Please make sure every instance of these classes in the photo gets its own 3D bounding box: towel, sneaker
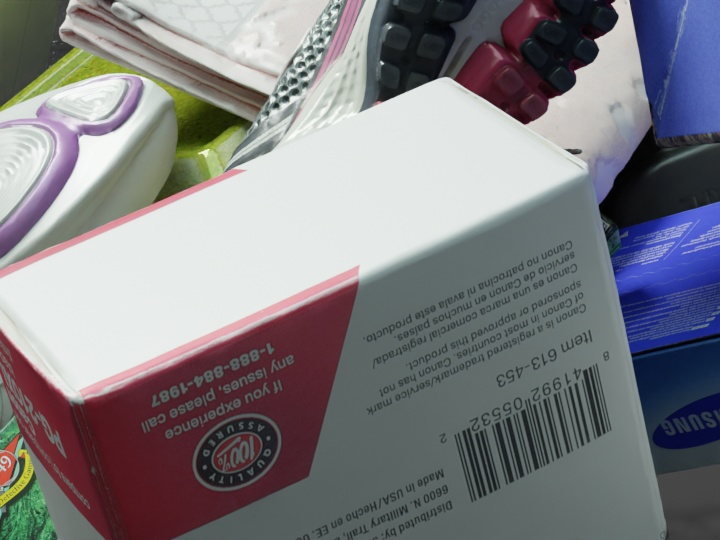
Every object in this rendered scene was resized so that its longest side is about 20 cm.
[{"bbox_3d":[0.027,-0.106,0.925,0.191,0.032,0.200,24,46,15],"label":"towel"},{"bbox_3d":[-0.117,0.027,0.871,0.200,0.100,0.075,-54,42,-2],"label":"sneaker"},{"bbox_3d":[0.005,-0.031,0.780,0.200,0.081,0.075,-54,20,2],"label":"sneaker"}]

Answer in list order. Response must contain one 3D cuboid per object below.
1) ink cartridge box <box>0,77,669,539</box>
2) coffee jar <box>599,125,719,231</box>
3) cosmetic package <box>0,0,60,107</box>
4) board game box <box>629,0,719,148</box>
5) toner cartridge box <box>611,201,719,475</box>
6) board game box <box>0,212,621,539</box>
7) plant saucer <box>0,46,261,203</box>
[{"bbox_3d":[0.001,0.073,0.721,0.145,0.200,0.084,-24,30,-17],"label":"ink cartridge box"},{"bbox_3d":[0.104,-0.048,0.985,0.104,0.085,0.200,-18,31,-7],"label":"coffee jar"},{"bbox_3d":[-0.229,-0.116,1.093,0.200,0.199,0.123,-35,72,-29],"label":"cosmetic package"},{"bbox_3d":[0.188,-0.099,0.716,0.200,0.097,0.159,-12,4,-16],"label":"board game box"},{"bbox_3d":[0.074,0.027,0.849,0.200,0.043,0.095,-16,23,45],"label":"toner cartridge box"},{"bbox_3d":[-0.025,0.033,0.808,0.105,0.023,0.200,37,79,21],"label":"board game box"},{"bbox_3d":[-0.057,-0.053,0.961,0.200,0.048,0.200,-1,32,40],"label":"plant saucer"}]
